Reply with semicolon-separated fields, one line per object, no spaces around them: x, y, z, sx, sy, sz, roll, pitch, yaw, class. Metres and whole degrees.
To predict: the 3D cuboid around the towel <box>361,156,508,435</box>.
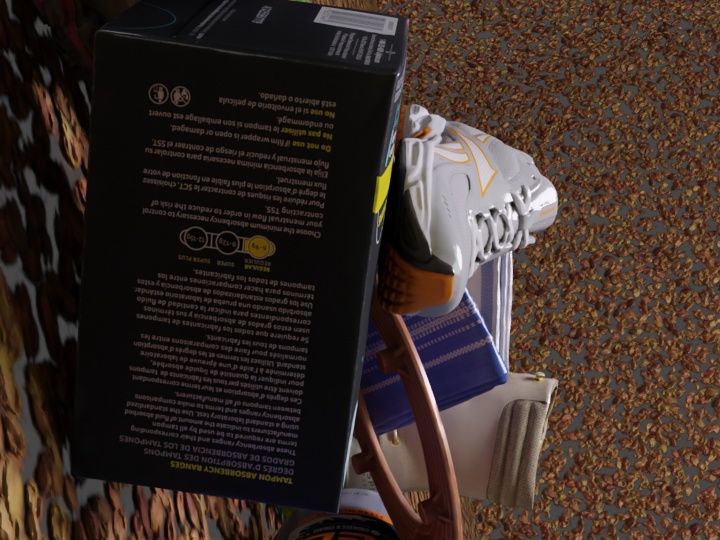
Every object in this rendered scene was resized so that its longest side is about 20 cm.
0.000;0.000;0.865;0.024;0.144;0.201;-30;92;-38;towel

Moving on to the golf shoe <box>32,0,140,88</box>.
-0.104;-0.118;0.763;0.073;0.092;0.200;55;-3;19;golf shoe

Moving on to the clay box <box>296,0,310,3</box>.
-0.084;-0.165;0.824;0.201;0.047;0.115;61;-25;6;clay box

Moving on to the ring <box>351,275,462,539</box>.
0.011;0.083;0.804;0.200;0.019;0.203;163;-90;-76;ring

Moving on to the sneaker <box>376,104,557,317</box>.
0.058;-0.033;0.712;0.200;0.091;0.076;-81;-179;-65;sneaker

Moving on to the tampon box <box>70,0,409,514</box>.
-0.053;-0.016;0.654;0.150;0.125;0.202;-81;178;-70;tampon box

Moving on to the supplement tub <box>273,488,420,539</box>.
-0.010;0.221;0.846;0.200;0.121;0.124;-73;150;-77;supplement tub

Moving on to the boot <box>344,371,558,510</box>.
0.060;0.064;0.972;0.073;0.153;0.202;77;19;-59;boot

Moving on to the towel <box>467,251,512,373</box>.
0.031;0.043;1.066;0.024;0.198;0.149;6;84;-50;towel

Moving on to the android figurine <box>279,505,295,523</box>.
-0.024;0.231;1.069;0.201;0.041;0.184;67;13;-51;android figurine
